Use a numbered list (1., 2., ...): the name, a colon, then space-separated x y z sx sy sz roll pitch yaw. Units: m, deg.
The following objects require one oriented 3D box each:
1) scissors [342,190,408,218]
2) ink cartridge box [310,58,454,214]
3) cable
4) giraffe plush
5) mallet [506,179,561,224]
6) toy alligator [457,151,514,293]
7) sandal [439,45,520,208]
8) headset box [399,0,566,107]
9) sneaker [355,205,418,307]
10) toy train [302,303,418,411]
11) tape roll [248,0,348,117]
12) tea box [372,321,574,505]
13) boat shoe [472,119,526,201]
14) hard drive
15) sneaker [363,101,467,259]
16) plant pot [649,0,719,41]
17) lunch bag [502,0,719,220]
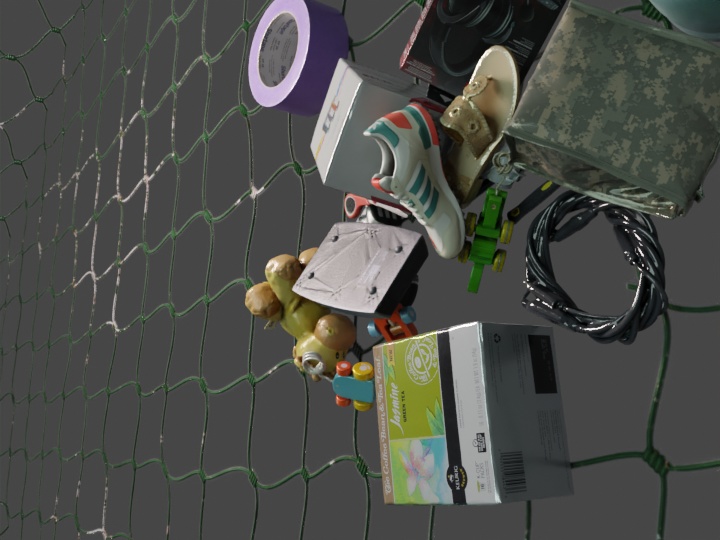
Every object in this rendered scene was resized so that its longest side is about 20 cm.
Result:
1. scissors: 0.015 -0.110 1.142 0.200 0.014 0.073 -170 74 -66
2. ink cartridge box: 0.026 -0.190 1.106 0.200 0.145 0.145 -109 38 -65
3. cable: 0.267 -0.006 0.900 0.200 0.051 0.164 26 100 54
4. giraffe plush: -0.074 0.086 1.238 0.162 0.172 0.200 56 141 31
5. mallet: 0.247 -0.107 0.950 0.200 0.041 0.066 -52 50 41
6. toy alligator: 0.164 -0.065 1.013 0.054 0.059 0.200 -64 -15 -59
7. sandal: 0.125 -0.165 0.970 0.078 0.070 0.212 40 126 35
8. headset box: 0.148 -0.298 1.002 0.077 0.149 0.200 -83 19 -67
9. sneaker: 0.023 -0.003 1.200 0.115 0.075 0.200 -45 41 45
10. toy train: 0.021 0.117 1.135 0.200 0.056 0.150 -29 105 33
11. tape roll: -0.112 -0.379 1.418 0.200 0.085 0.201 -12 75 50
12. tea box: 0.129 0.176 0.969 0.197 0.133 0.201 -22 68 50
13. boat shoe: 0.179 -0.137 1.023 0.201 0.070 0.072 -32 79 45
14. hard drive: 0.000 0.000 1.090 0.200 0.042 0.135 12 65 53
15. sneaker: 0.061 -0.099 0.985 0.070 0.093 0.200 20 131 65
16. plant pot: 0.342 -0.340 0.779 0.200 0.134 0.201 -11 76 51
17. lunch bag: 0.272 -0.157 0.818 0.200 0.118 0.164 25 84 19
